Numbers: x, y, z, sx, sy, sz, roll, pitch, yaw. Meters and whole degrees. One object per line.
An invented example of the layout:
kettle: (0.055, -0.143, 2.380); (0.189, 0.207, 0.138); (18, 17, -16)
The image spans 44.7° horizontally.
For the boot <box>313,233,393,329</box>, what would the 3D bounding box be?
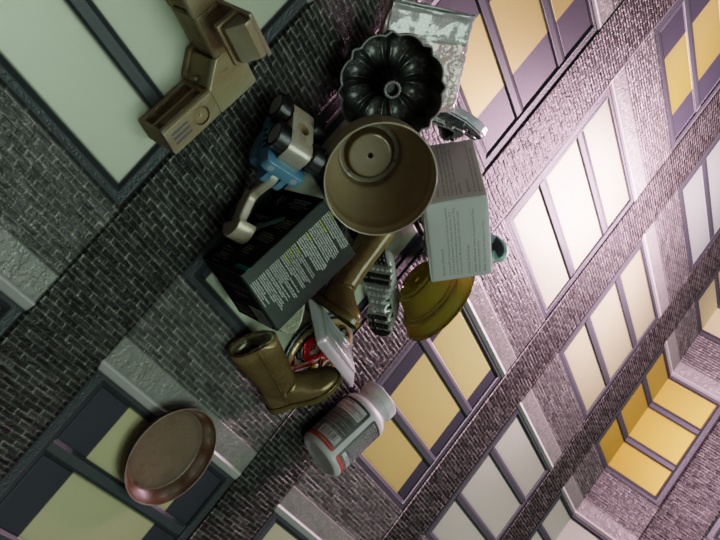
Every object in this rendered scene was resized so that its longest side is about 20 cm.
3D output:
boot: (0.000, 0.000, 1.707); (0.066, 0.175, 0.202); (39, 86, -33)

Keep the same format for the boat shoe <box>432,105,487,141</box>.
boat shoe: (0.182, -0.301, 1.794); (0.198, 0.072, 0.072); (21, 94, -41)

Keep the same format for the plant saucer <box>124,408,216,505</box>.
plant saucer: (-0.356, 0.339, 1.622); (0.198, 0.034, 0.204); (-27, 131, -36)

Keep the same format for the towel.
towel: (0.115, -0.399, 1.643); (0.196, 0.032, 0.195); (1, 113, -29)

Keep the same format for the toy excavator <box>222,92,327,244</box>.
toy excavator: (-0.153, -0.164, 1.478); (0.099, 0.198, 0.199); (27, 136, -32)

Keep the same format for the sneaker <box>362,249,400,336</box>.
sneaker: (0.051, 0.037, 1.865); (0.081, 0.074, 0.204); (-43, 140, -48)

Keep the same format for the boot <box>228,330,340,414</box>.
boot: (-0.141, 0.187, 1.692); (0.172, 0.067, 0.202); (-25, 135, -2)

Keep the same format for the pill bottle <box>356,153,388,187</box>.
pill bottle: (0.035, -0.182, 1.668); (0.201, 0.112, 0.113); (-51, 141, -10)

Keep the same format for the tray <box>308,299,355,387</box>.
tray: (-0.051, 0.141, 1.722); (0.022, 0.109, 0.201); (-19, 144, 10)

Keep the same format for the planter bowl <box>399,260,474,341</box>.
planter bowl: (0.143, 0.042, 1.850); (0.083, 0.200, 0.202); (41, 80, -21)

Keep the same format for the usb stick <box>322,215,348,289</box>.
usb stick: (-0.054, -0.040, 1.653); (0.032, 0.056, 0.202); (12, 140, -9)

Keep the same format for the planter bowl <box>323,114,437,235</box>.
planter bowl: (0.024, -0.183, 1.522); (0.195, 0.136, 0.205); (-5, 119, -8)

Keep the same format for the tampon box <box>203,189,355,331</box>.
tampon box: (-0.139, -0.023, 1.523); (0.200, 0.149, 0.128); (-43, 122, -20)

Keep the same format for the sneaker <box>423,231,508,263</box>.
sneaker: (0.248, -0.035, 1.940); (0.140, 0.196, 0.079); (42, 64, -55)

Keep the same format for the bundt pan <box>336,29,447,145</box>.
bundt pan: (0.052, -0.333, 1.569); (0.196, 0.076, 0.207); (-3, 116, -7)

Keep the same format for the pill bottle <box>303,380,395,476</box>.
pill bottle: (-0.020, 0.345, 1.931); (0.199, 0.115, 0.117); (-39, 137, -24)

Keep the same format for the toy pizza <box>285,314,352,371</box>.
toy pizza: (-0.083, 0.188, 1.830); (0.198, 0.031, 0.204); (-27, 130, -35)

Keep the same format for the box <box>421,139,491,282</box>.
box: (0.187, -0.122, 1.780); (0.127, 0.201, 0.203); (-7, 130, 3)

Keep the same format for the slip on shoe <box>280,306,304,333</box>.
slip on shoe: (-0.122, 0.017, 1.665); (0.072, 0.061, 0.205); (13, 93, -14)

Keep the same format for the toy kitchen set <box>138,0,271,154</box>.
toy kitchen set: (-0.243, -0.295, 1.251); (0.181, 0.162, 0.202); (-45, 139, -17)
